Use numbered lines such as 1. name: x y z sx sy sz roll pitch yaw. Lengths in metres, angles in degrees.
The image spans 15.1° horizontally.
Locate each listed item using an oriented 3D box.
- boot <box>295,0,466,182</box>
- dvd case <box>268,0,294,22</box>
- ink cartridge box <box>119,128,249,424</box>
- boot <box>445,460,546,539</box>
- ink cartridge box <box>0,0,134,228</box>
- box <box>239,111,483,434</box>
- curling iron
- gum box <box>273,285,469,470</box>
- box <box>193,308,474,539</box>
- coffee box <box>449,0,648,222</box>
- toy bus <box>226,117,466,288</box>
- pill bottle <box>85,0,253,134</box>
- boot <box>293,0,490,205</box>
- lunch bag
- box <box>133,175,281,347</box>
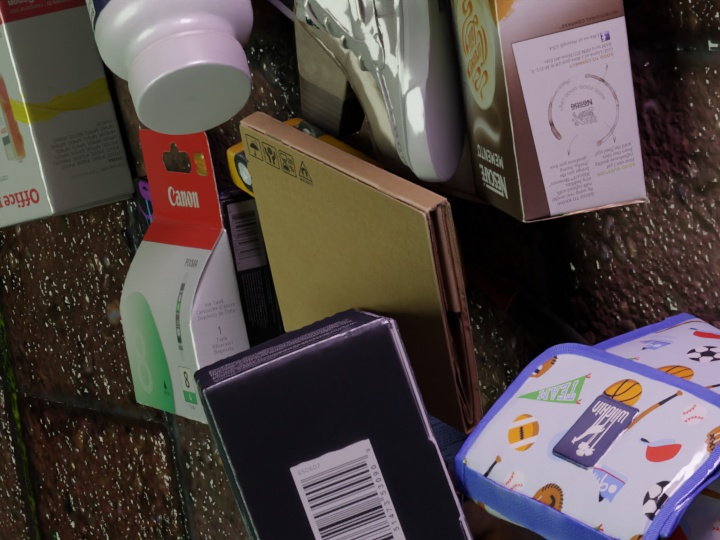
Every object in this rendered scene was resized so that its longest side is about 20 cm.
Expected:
1. boot: 0.008 -0.153 1.666 0.095 0.073 0.202 -3 94 25
2. dvd case: -0.010 -0.219 1.810 0.200 0.025 0.151 41 134 36
3. ink cartridge box: -0.134 0.003 1.938 0.161 0.050 0.202 8 112 67
4. boot: 0.071 0.167 1.762 0.199 0.097 0.075 4 106 32
5. ink cartridge box: -0.267 -0.139 2.141 0.145 0.083 0.202 -10 96 54
6. box: 0.000 0.000 1.725 0.200 0.021 0.165 27 137 47
7. curling iron: 0.098 0.011 1.753 0.200 0.025 0.050 47 148 32
8. gum box: 0.009 0.101 1.900 0.169 0.044 0.202 9 110 52
9. box: -0.011 0.136 1.627 0.197 0.123 0.201 -166 56 -86
10. coffee box: 0.105 -0.139 1.609 0.114 0.079 0.202 -143 43 -75
11. toy bus: -0.012 -0.037 1.823 0.200 0.065 0.079 32 143 51
12. pill bottle: -0.136 -0.199 1.873 0.111 0.110 0.201 -55 43 48
13. boot: 0.042 -0.139 1.717 0.199 0.070 0.147 22 115 17
14. lunch bag: 0.177 0.109 1.541 0.170 0.199 0.125 21 121 49
15. box: -0.111 0.006 1.993 0.200 0.036 0.144 -163 63 -65
